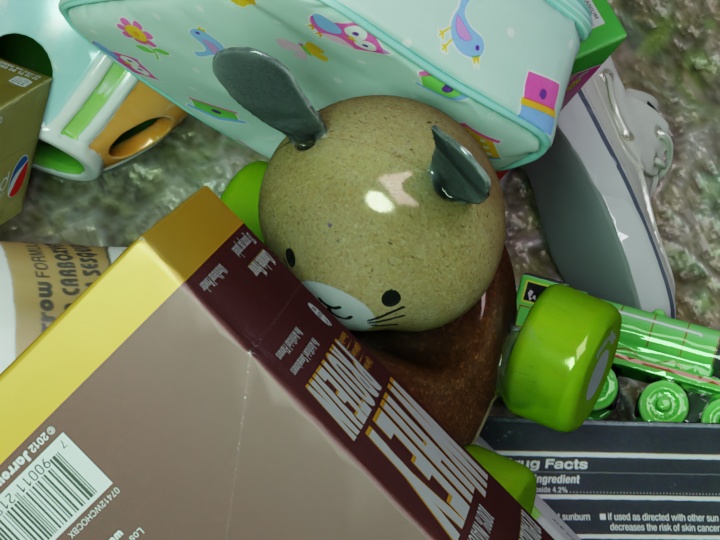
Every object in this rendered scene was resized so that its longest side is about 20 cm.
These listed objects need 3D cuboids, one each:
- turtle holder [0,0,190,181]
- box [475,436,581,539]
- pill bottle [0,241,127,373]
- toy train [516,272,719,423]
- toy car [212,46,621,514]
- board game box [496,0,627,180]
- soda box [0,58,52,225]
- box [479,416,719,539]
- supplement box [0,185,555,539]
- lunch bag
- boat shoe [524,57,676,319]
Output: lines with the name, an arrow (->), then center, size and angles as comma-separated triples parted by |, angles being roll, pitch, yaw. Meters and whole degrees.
turtle holder -> -0.143, -0.122, 1.259 | 0.185, 0.141, 0.132 | 25, 78, -16
box -> 0.049, 0.178, 1.127 | 0.156, 0.041, 0.200 | -47, 58, 5
pill bottle -> -0.135, 0.045, 1.206 | 0.199, 0.114, 0.115 | 2, 68, -18
toy train -> 0.090, 0.033, 1.297 | 0.199, 0.042, 0.057 | 15, 79, 7
toy car -> 0.000, 0.000, 1.068 | 0.164, 0.200, 0.158 | 22, 61, 15
board game box -> 0.028, -0.117, 1.278 | 0.040, 0.200, 0.153 | -24, 78, -26
soda box -> -0.235, -0.077, 1.204 | 0.199, 0.064, 0.068 | 20, 23, 12
box -> 0.129, 0.175, 1.236 | 0.199, 0.123, 0.199 | 3, 69, -16
supplement box -> -0.059, 0.116, 0.978 | 0.197, 0.133, 0.200 | -44, 92, 10
lunch bag -> -0.016, -0.103, 1.132 | 0.160, 0.200, 0.077 | 34, 70, -32
boat shoe -> 0.114, -0.060, 1.361 | 0.070, 0.071, 0.201 | -16, 68, -21
